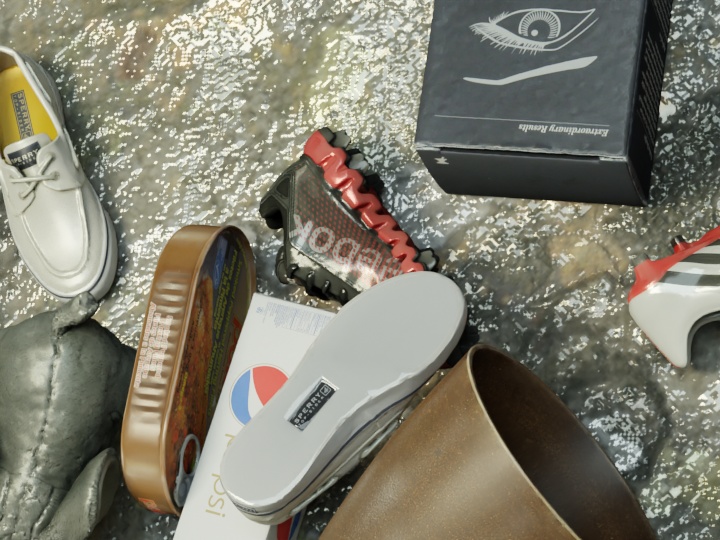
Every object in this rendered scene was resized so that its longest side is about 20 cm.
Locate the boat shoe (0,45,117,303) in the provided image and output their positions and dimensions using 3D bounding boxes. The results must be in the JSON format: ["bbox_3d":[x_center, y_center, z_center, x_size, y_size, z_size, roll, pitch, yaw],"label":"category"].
[{"bbox_3d":[-0.228,-0.071,1.800,0.071,0.070,0.200,-20,69,8],"label":"boat shoe"}]

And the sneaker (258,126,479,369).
[{"bbox_3d":[0.000,0.000,1.718,0.098,0.071,0.201,-37,66,1],"label":"sneaker"}]

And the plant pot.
[{"bbox_3d":[0.057,0.181,1.605,0.200,0.187,0.187,-40,67,16],"label":"plant pot"}]

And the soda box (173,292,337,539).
[{"bbox_3d":[-0.065,0.122,1.698,0.064,0.068,0.200,14,77,18],"label":"soda box"}]

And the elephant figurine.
[{"bbox_3d":[-0.211,0.138,1.686,0.141,0.155,0.200,-5,59,38],"label":"elephant figurine"}]

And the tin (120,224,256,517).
[{"bbox_3d":[-0.114,0.066,1.707,0.042,0.112,0.200,4,74,23],"label":"tin"}]

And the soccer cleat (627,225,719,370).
[{"bbox_3d":[0.270,-0.009,1.657,0.200,0.069,0.085,-29,77,8],"label":"soccer cleat"}]

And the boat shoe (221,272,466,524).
[{"bbox_3d":[-0.007,0.086,1.635,0.071,0.070,0.200,37,77,22],"label":"boat shoe"}]

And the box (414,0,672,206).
[{"bbox_3d":[0.128,-0.153,1.714,0.148,0.104,0.200,6,75,16],"label":"box"}]
